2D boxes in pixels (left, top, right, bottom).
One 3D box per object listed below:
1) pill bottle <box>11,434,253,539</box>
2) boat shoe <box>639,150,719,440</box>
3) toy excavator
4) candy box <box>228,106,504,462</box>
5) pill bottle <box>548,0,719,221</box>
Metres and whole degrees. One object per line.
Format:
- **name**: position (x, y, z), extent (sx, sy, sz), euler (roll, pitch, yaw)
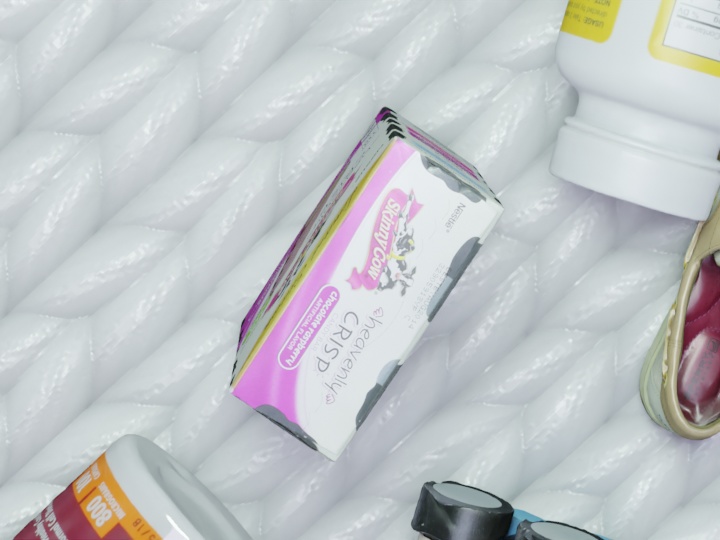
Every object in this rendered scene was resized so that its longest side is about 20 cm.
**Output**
- **pill bottle**: position (-0.147, 0.187, 1.233), extent (0.200, 0.114, 0.114), euler (-44, 96, 4)
- **boat shoe**: position (0.198, -0.007, 1.239), extent (0.074, 0.066, 0.201), euler (17, 97, -4)
- **toy excavator**: position (0.137, 0.178, 1.251), extent (0.194, 0.200, 0.100), euler (21, 100, 41)
- **candy box**: position (0.000, 0.000, 1.168), extent (0.061, 0.200, 0.137), euler (33, 95, -6)
- **pill bottle**: position (0.157, -0.131, 1.200), extent (0.111, 0.111, 0.201), euler (17, 96, -4)
